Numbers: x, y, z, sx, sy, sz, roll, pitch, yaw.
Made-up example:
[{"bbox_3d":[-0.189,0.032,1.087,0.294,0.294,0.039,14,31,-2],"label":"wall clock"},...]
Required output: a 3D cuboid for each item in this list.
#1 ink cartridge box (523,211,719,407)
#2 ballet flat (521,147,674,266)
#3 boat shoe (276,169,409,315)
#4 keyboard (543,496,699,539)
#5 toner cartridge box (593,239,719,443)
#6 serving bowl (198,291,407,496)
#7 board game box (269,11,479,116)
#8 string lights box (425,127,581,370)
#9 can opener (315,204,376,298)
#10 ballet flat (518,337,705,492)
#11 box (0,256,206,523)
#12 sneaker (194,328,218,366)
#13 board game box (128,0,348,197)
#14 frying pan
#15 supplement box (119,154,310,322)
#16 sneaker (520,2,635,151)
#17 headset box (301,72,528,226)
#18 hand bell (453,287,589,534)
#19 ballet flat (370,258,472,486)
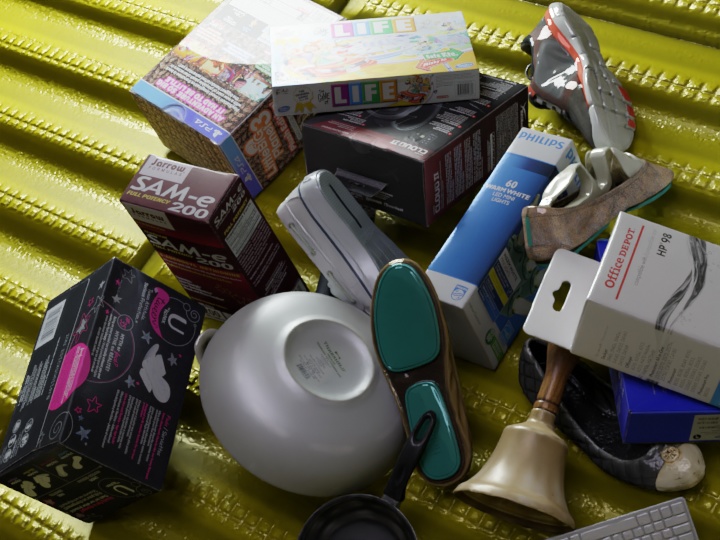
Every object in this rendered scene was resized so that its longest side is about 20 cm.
[{"bbox_3d":[0.246,0.028,1.224,0.200,0.067,0.116,20,47,9],"label":"ink cartridge box"},{"bbox_3d":[0.216,-0.072,1.364,0.068,0.067,0.200,-8,19,47],"label":"ballet flat"},{"bbox_3d":[0.000,0.000,1.412,0.067,0.074,0.200,-36,88,31],"label":"boat shoe"},{"bbox_3d":[0.172,0.236,1.211,0.200,0.056,0.011,-19,20,8],"label":"keyboard"},{"bbox_3d":[0.258,0.056,1.284,0.095,0.043,0.200,0,45,-2],"label":"toner cartridge box"},{"bbox_3d":[-0.038,0.095,1.324,0.200,0.066,0.200,12,52,-15],"label":"serving bowl"},{"bbox_3d":[0.011,-0.207,1.495,0.200,0.034,0.135,-5,34,-2],"label":"board game box"},{"bbox_3d":[0.136,-0.022,1.385,0.059,0.103,0.200,19,64,35],"label":"string lights box"},{"bbox_3d":[-0.016,-0.002,1.474,0.063,0.079,0.200,12,55,-16],"label":"can opener"},{"bbox_3d":[0.206,0.125,1.276,0.066,0.057,0.200,-43,51,-17],"label":"ballet flat"},{"bbox_3d":[-0.241,0.115,1.408,0.132,0.115,0.200,-29,39,43],"label":"box"},{"bbox_3d":[-0.080,0.116,1.380,0.200,0.090,0.067,28,68,35],"label":"sneaker"},{"bbox_3d":[-0.117,-0.202,1.630,0.200,0.097,0.159,-46,51,-14],"label":"board game box"},{"bbox_3d":[0.003,0.211,1.280,0.115,0.031,0.190,3,76,21],"label":"frying pan"},{"bbox_3d":[-0.134,-0.020,1.432,0.109,0.200,0.061,14,62,31],"label":"supplement box"},{"bbox_3d":[0.212,-0.178,1.509,0.082,0.077,0.200,-39,43,28],"label":"sneaker"},{"bbox_3d":[0.050,-0.128,1.473,0.149,0.077,0.200,19,41,32],"label":"headset box"},{"bbox_3d":[0.156,0.107,1.252,0.104,0.104,0.200,10,72,29],"label":"hand bell"},{"bbox_3d":[0.054,0.089,1.312,0.069,0.063,0.200,-13,84,17],"label":"ballet flat"}]
